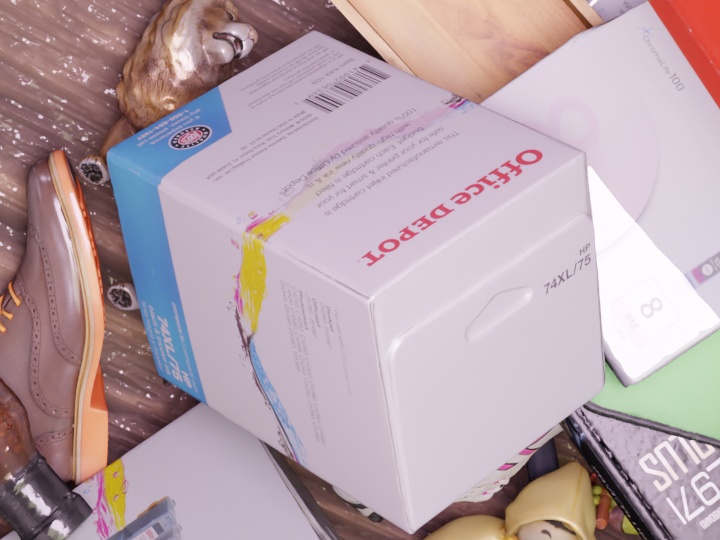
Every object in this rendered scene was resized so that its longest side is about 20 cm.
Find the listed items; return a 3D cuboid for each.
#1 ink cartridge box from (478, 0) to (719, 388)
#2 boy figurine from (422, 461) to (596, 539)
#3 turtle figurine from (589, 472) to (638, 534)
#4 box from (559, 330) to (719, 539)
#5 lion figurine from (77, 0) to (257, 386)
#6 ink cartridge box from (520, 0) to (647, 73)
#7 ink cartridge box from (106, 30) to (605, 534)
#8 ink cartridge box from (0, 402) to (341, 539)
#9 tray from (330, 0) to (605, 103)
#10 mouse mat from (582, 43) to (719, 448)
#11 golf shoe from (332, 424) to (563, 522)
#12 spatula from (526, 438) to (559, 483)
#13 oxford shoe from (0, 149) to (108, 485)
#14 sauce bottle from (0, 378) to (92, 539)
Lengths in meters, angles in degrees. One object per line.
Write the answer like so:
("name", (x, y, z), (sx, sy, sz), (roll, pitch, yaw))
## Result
("ink cartridge box", (0.172, -0.062, 1.139), (0.199, 0.057, 0.163), (-34, 86, 4))
("boy figurine", (0.085, 0.200, 1.351), (0.124, 0.065, 0.200), (35, 117, -9))
("turtle figurine", (0.201, 0.133, 1.334), (0.199, 0.161, 0.065), (-26, 92, 10))
("box", (0.212, 0.057, 1.207), (0.199, 0.086, 0.164), (-36, 88, -3))
("lion figurine", (-0.095, -0.047, 1.222), (0.072, 0.123, 0.201), (11, 130, 15))
("ink cartridge box", (0.150, -0.096, 1.263), (0.144, 0.085, 0.200), (39, 94, -22))
("ink cartridge box", (0.000, 0.000, 1.115), (0.146, 0.199, 0.147), (-33, 131, -29))
("ink cartridge box", (-0.099, 0.197, 1.259), (0.199, 0.145, 0.146), (-33, 141, -1))
("tray", (0.075, -0.116, 1.182), (0.099, 0.037, 0.200), (-43, 101, 4))
("mouse mat", (0.209, -0.006, 1.164), (0.159, 0.008, 0.202), (15, 86, 1))
("golf shoe", (0.072, 0.089, 1.313), (0.198, 0.073, 0.092), (-17, 126, 18))
("spatula", (0.097, 0.064, 1.343), (0.056, 0.021, 0.202), (-15, 102, -11))
("oxford shoe", (-0.178, 0.032, 1.233), (0.072, 0.071, 0.202), (-4, 113, -9))
("sauce bottle", (-0.225, 0.070, 1.200), (0.066, 0.066, 0.200), (-39, 93, 2))
